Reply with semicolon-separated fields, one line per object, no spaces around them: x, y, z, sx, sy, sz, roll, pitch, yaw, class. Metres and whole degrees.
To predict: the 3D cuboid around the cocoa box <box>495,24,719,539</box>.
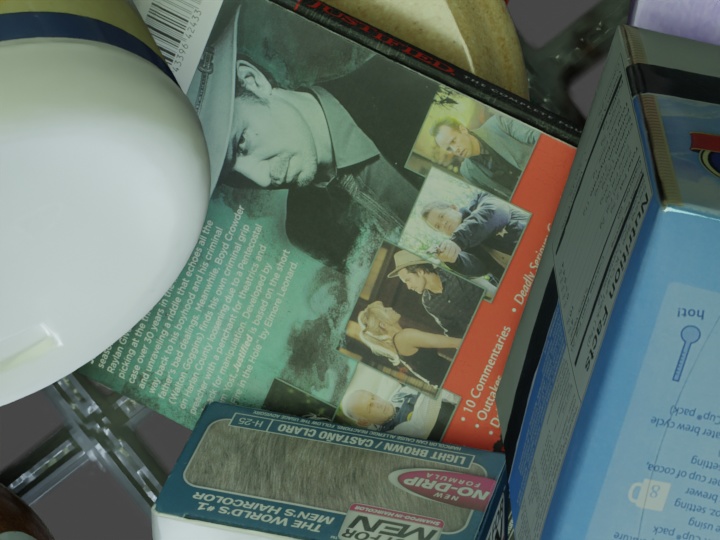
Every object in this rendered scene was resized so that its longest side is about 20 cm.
0.151;0.033;0.828;0.199;0.131;0.134;13;114;-6;cocoa box

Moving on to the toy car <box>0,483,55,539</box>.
-0.160;0.121;0.862;0.157;0.200;0.165;-17;94;-4;toy car

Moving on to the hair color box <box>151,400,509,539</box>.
-0.007;0.143;0.950;0.100;0.061;0.200;10;127;13;hair color box

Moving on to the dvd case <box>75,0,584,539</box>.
0.000;0.000;0.923;0.200;0.022;0.146;25;113;4;dvd case

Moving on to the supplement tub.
-0.143;-0.071;0.876;0.144;0.144;0.200;-36;57;10;supplement tub

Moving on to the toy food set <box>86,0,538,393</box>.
-0.036;-0.049;0.974;0.200;0.049;0.198;27;101;1;toy food set

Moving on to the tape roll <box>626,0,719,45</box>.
0.180;-0.059;0.933;0.199;0.085;0.201;1;99;6;tape roll
